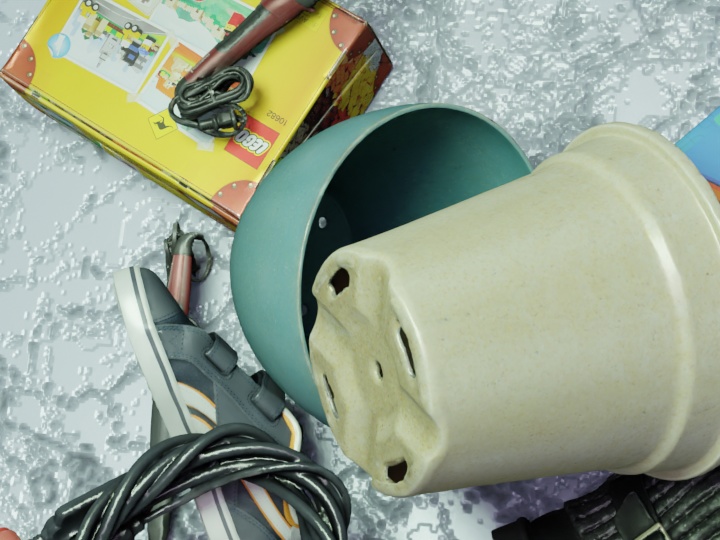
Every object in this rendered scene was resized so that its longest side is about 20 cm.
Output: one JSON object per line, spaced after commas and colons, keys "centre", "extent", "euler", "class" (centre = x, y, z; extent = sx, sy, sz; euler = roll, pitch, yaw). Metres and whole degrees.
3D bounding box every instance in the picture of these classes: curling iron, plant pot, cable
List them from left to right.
{"centre": [-0.114, 0.071, 1.389], "extent": [0.025, 0.050, 0.202], "euler": [1, 81, 15], "class": "curling iron"}
{"centre": [-0.092, 0.174, 1.252], "extent": [0.199, 0.051, 0.164], "euler": [-24, 57, -9], "class": "cable"}
{"centre": [-0.037, -0.156, 1.348], "extent": [0.200, 0.026, 0.050], "euler": [-45, 74, -4], "class": "curling iron"}
{"centre": [0.000, 0.000, 1.316], "extent": [0.134, 0.199, 0.202], "euler": [8, 75, 50], "class": "plant pot"}
{"centre": [0.079, 0.035, 1.194], "extent": [0.182, 0.201, 0.202], "euler": [-13, 69, -26], "class": "plant pot"}

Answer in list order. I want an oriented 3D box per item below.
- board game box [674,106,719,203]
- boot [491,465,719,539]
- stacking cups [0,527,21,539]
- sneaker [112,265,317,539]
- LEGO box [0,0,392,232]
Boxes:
{"centre": [0.253, -0.037, 1.258], "extent": [0.200, 0.045, 0.152], "euler": [-40, 60, -5], "class": "board game box"}
{"centre": [0.179, 0.202, 1.260], "extent": [0.157, 0.079, 0.213], "euler": [-24, 71, 6], "class": "boot"}
{"centre": [-0.175, 0.245, 1.352], "extent": [0.060, 0.061, 0.200], "euler": [-43, 66, 0], "class": "stacking cups"}
{"centre": [-0.082, 0.081, 1.336], "extent": [0.079, 0.078, 0.202], "euler": [-22, 104, -2], "class": "sneaker"}
{"centre": [-0.104, -0.128, 1.416], "extent": [0.199, 0.077, 0.150], "euler": [32, 85, 19], "class": "LEGO box"}
